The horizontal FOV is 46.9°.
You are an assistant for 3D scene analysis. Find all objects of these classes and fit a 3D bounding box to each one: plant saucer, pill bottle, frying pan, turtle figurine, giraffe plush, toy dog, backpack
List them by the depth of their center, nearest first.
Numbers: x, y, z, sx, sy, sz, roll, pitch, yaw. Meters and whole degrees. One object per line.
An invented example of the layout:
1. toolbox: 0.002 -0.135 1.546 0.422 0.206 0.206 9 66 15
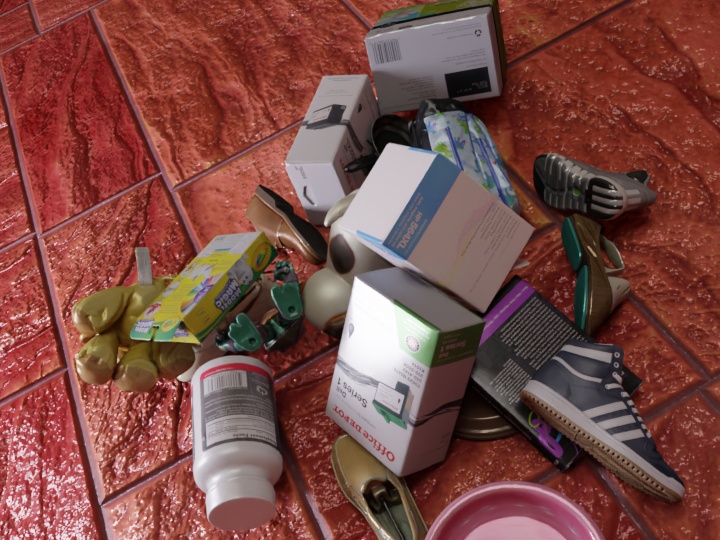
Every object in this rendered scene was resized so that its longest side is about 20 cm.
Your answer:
1. plant saucer: 0.162 0.322 0.867 0.200 0.051 0.201 -8 50 10
2. pill bottle: -0.156 0.216 1.043 0.111 0.111 0.200 -18 47 6
3. plant saucer: 0.159 0.122 1.061 0.200 0.029 0.200 -11 48 12
4. turtle figurine: -0.119 0.061 1.101 0.101 0.200 0.150 34 85 -3
5. toy dog: 0.000 0.000 1.129 0.139 0.194 0.200 35 102 25
6. backpack: 0.146 -0.123 1.192 0.153 0.163 0.200 -1 57 0
7. giraffe plush: -0.332 0.087 1.196 0.172 0.162 0.200 14 65 -20
8. frying pan: 0.048 -0.173 1.304 0.031 0.115 0.190 -38 17 48

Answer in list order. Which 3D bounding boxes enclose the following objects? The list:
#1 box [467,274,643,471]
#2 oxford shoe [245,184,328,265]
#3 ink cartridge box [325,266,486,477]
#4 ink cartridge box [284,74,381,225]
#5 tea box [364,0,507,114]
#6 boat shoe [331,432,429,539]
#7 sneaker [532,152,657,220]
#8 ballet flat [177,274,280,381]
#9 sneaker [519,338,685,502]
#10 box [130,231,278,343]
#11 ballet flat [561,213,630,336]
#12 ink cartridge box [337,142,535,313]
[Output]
1. box: 0.213 0.119 0.994 0.143 0.036 0.200 -42 69 -16
2. oxford shoe: -0.116 -0.056 1.303 0.071 0.071 0.200 -55 49 9
3. ink cartridge box: 0.047 0.118 0.983 0.084 0.200 0.146 -10 32 -42
4. ink cartridge box: -0.031 -0.190 1.317 0.084 0.145 0.200 3 53 22
5. tea box: 0.131 -0.363 1.373 0.200 0.134 0.197 -6 27 16
6. boat shoe: 0.022 0.255 0.966 0.072 0.076 0.200 -35 48 -10
7. sneaker: 0.340 -0.120 1.182 0.115 0.075 0.200 -7 25 -22
8. ballet flat: -0.201 0.076 1.210 0.200 0.070 0.069 -43 50 -16
9. sneaker: 0.288 0.157 0.918 0.200 0.070 0.109 36 73 15
10. box: -0.210 0.030 1.111 0.117 0.048 0.200 -2 39 47
11. ballet flat: 0.311 0.005 1.087 0.072 0.068 0.200 4 46 0
12. ink cartridge box: 0.101 -0.046 1.022 0.125 0.200 0.129 -58 28 -3
